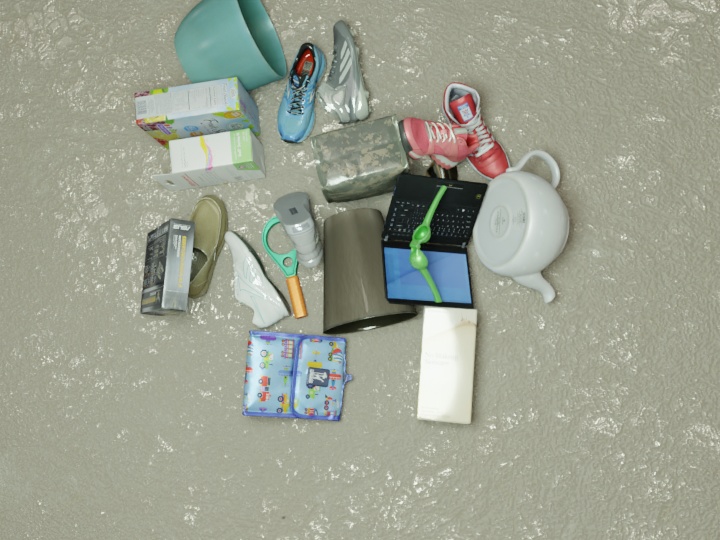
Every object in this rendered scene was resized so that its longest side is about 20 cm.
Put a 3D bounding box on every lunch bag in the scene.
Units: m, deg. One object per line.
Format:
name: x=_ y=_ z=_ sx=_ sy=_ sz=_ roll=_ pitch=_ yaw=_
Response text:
lunch bag: x=-0.114 y=0.197 z=1.507 sx=0.196 sy=0.094 sz=0.154 roll=4 pitch=81 yaw=-5
lunch bag: x=0.002 y=-0.189 z=1.480 sx=0.161 sy=0.200 sz=0.120 roll=-14 pitch=80 yaw=0

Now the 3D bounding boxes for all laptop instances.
laptop: x=0.134 y=-0.050 z=1.427 sx=0.174 sy=0.104 sz=0.203 roll=4 pitch=121 yaw=-21

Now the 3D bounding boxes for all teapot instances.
teapot: x=0.304 y=-0.082 z=1.457 sx=0.144 sy=0.202 sz=0.199 roll=5 pitch=39 yaw=-28

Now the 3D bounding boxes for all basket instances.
basket: x=0.000 y=0.000 z=1.490 sx=0.177 sy=0.136 sz=0.204 roll=-13 pitch=77 yaw=11

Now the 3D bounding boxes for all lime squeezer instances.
lime squeezer: x=0.118 y=-0.044 z=1.397 sx=0.069 sy=0.038 sz=0.204 roll=0 pitch=96 yaw=-20

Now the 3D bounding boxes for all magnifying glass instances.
magnifying glass: x=-0.137 y=-0.008 z=1.560 sx=0.078 sy=0.022 sz=0.204 roll=-15 pitch=81 yaw=4

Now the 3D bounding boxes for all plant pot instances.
plant pot: x=-0.256 y=-0.427 z=1.550 sx=0.159 sy=0.200 sz=0.204 roll=-23 pitch=80 yaw=14

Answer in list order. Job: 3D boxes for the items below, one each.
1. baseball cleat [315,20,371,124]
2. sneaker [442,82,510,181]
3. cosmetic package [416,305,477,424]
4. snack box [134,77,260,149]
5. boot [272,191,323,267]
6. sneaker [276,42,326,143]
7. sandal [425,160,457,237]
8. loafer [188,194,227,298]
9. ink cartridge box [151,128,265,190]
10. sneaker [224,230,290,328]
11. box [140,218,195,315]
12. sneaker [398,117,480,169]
baseball cleat: x=-0.043 y=-0.383 z=1.570 sx=0.105 sy=0.070 sz=0.203 roll=-14 pitch=80 yaw=-11
sneaker: x=0.213 y=-0.258 z=1.507 sx=0.071 sy=0.112 sz=0.202 roll=-33 pitch=80 yaw=1
cosmetic package: x=0.157 y=0.171 z=1.475 sx=0.101 sy=0.073 sz=0.204 roll=3 pitch=83 yaw=7
snack box: x=-0.304 y=-0.295 z=1.544 sx=0.196 sy=0.169 sz=0.069 roll=-9 pitch=82 yaw=6
boot: x=-0.114 y=-0.074 z=1.509 sx=0.072 sy=0.201 sz=0.097 roll=-16 pitch=115 yaw=-1
sneaker: x=-0.123 y=-0.346 z=1.570 sx=0.077 sy=0.090 sz=0.204 roll=10 pitch=84 yaw=8
sandal: x=0.151 y=-0.154 z=1.530 sx=0.054 sy=0.081 sz=0.204 roll=-10 pitch=88 yaw=27
loafer: x=-0.305 y=-0.049 z=1.561 sx=0.075 sy=0.067 sz=0.204 roll=8 pitch=84 yaw=6
ink cartridge box: x=-0.291 y=-0.210 z=1.556 sx=0.196 sy=0.117 sz=0.069 roll=-8 pitch=80 yaw=5
sneaker: x=-0.213 y=0.017 z=1.541 sx=0.080 sy=0.070 sz=0.202 roll=-32 pitch=80 yaw=4
box: x=-0.357 y=-0.002 z=1.498 sx=0.048 sy=0.199 sz=0.162 roll=7 pitch=81 yaw=-25
sneaker: x=0.139 y=-0.236 z=1.416 sx=0.086 sy=0.199 sz=0.075 roll=-21 pitch=75 yaw=34
